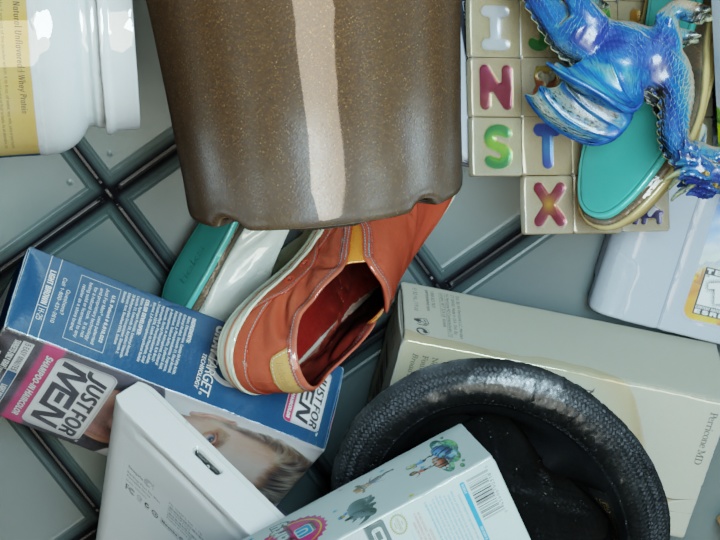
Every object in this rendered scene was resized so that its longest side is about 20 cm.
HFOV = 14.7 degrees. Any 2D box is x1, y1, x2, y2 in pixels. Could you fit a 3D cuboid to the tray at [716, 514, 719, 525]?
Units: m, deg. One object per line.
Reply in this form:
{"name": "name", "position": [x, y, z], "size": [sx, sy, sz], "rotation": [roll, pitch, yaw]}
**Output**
{"name": "tray", "position": [0.331, 0.134, 1.736], "size": [0.200, 0.037, 0.099], "rotation": [-37, 108, 7]}

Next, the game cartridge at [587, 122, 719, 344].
{"name": "game cartridge", "position": [0.249, -0.016, 1.681], "size": [0.200, 0.042, 0.133], "rotation": [13, 110, -9]}

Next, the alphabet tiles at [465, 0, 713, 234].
{"name": "alphabet tiles", "position": [0.133, -0.121, 1.597], "size": [0.166, 0.006, 0.200], "rotation": [-1, 90, -28]}

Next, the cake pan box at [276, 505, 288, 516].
{"name": "cake pan box", "position": [-0.016, 0.250, 1.656], "size": [0.052, 0.184, 0.200], "rotation": [-25, 110, -16]}

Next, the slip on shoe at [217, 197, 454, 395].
{"name": "slip on shoe", "position": [0.000, 0.000, 1.607], "size": [0.200, 0.061, 0.074], "rotation": [-48, 132, -29]}

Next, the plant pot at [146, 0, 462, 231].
{"name": "plant pot", "position": [-0.029, -0.132, 1.486], "size": [0.200, 0.200, 0.199], "rotation": [-6, 103, -4]}

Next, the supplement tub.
{"name": "supplement tub", "position": [-0.224, -0.132, 1.538], "size": [0.200, 0.145, 0.145], "rotation": [-4, 108, -4]}

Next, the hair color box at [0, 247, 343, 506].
{"name": "hair color box", "position": [-0.122, 0.067, 1.632], "size": [0.200, 0.061, 0.100], "rotation": [21, 146, -12]}

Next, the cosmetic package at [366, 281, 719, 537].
{"name": "cosmetic package", "position": [0.108, 0.083, 1.668], "size": [0.200, 0.073, 0.104], "rotation": [11, 118, -6]}

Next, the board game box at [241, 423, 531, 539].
{"name": "board game box", "position": [0.002, 0.196, 1.510], "size": [0.200, 0.064, 0.148], "rotation": [-28, 113, -9]}

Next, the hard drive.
{"name": "hard drive", "position": [-0.101, 0.171, 1.618], "size": [0.026, 0.132, 0.200], "rotation": [-32, 152, -32]}

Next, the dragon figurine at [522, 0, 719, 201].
{"name": "dragon figurine", "position": [0.128, -0.108, 1.517], "size": [0.200, 0.059, 0.100], "rotation": [23, 69, -2]}

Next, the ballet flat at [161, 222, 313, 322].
{"name": "ballet flat", "position": [-0.047, -0.046, 1.633], "size": [0.069, 0.069, 0.200], "rotation": [25, 107, -13]}

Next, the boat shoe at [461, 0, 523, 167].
{"name": "boat shoe", "position": [0.047, -0.157, 1.595], "size": [0.071, 0.070, 0.200], "rotation": [-10, 94, -29]}

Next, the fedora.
{"name": "fedora", "position": [0.079, 0.121, 1.593], "size": [0.200, 0.092, 0.201], "rotation": [1, 116, 2]}

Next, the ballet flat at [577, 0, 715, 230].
{"name": "ballet flat", "position": [0.181, -0.108, 1.587], "size": [0.063, 0.069, 0.200], "rotation": [31, 76, -50]}

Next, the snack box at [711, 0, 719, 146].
{"name": "snack box", "position": [0.278, -0.139, 1.555], "size": [0.169, 0.068, 0.200], "rotation": [-33, 140, -18]}
